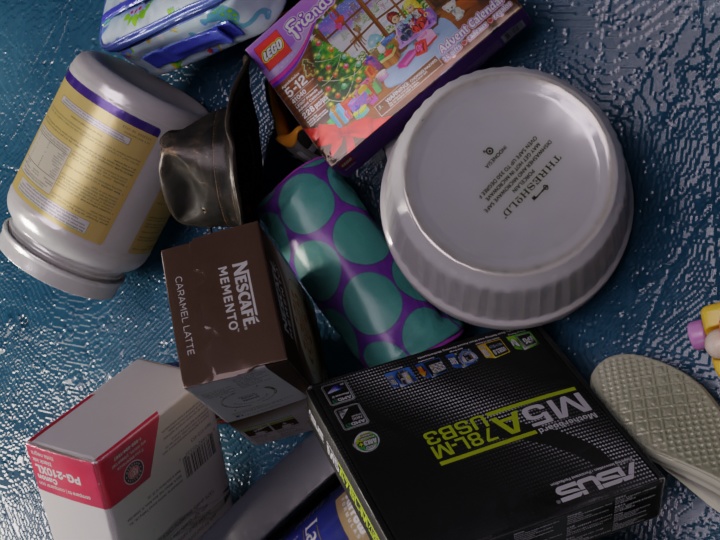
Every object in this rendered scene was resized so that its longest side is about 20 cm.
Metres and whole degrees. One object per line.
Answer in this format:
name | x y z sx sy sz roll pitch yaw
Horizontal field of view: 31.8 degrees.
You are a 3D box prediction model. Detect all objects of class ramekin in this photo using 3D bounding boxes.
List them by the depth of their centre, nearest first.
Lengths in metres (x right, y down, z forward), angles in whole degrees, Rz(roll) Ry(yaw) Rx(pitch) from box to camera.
ramekin | 0.111 -0.062 0.962 0.202 0.094 0.203 -1 77 5

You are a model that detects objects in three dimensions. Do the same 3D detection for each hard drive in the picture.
hard drive | -0.057 0.185 1.054 0.200 0.135 0.042 -45 79 20

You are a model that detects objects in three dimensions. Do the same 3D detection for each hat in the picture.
hat | -0.130 -0.090 1.087 0.081 0.201 0.201 1 85 1

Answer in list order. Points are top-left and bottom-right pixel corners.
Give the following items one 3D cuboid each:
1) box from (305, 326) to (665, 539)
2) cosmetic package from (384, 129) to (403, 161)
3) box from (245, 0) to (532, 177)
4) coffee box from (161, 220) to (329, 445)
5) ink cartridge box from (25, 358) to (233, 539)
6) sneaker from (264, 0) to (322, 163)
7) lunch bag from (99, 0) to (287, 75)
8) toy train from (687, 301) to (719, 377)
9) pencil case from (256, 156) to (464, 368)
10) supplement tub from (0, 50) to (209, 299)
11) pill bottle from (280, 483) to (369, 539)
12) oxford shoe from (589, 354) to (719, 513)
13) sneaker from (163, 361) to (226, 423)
box | 0.084 0.131 0.921 0.193 0.200 0.048 -124 24 -51
cosmetic package | 0.064 -0.113 1.065 0.082 0.051 0.200 -19 76 23
box | 0.020 -0.193 1.040 0.200 0.039 0.137 -40 70 10
coffee box | -0.083 0.056 1.001 0.080 0.200 0.114 -16 70 5
ink cartridge box | -0.186 0.200 1.083 0.084 0.145 0.200 9 120 32
sneaker | -0.052 -0.185 1.129 0.078 0.077 0.200 -22 72 29
lunch bag | -0.149 -0.271 1.161 0.200 0.082 0.161 -12 61 40
toy train | 0.315 0.037 0.895 0.150 0.056 0.200 -45 64 19
pencil case | 0.000 0.000 1.061 0.200 0.092 0.085 54 143 14
supplement tub | -0.242 -0.088 1.192 0.145 0.145 0.200 36 103 29
pill bottle | 0.016 0.221 1.021 0.200 0.116 0.116 -45 64 19
oxford shoe | 0.248 0.131 0.924 0.075 0.058 0.200 -42 54 -19
sneaker | -0.136 0.110 1.145 0.200 0.078 0.075 -17 77 28
